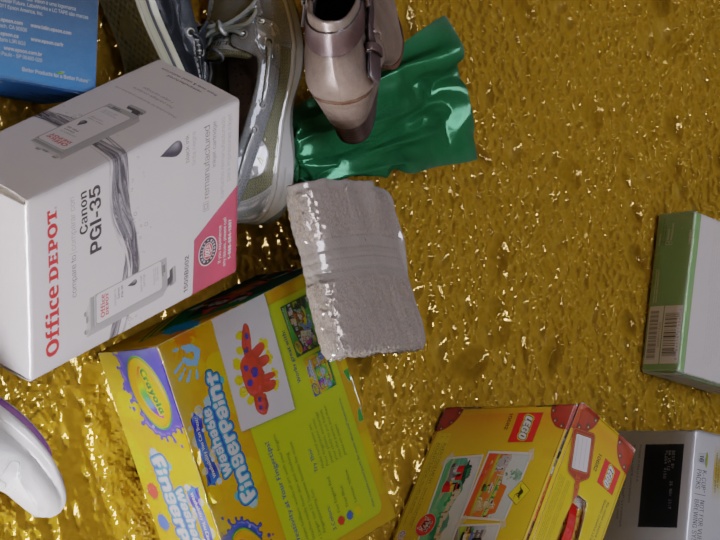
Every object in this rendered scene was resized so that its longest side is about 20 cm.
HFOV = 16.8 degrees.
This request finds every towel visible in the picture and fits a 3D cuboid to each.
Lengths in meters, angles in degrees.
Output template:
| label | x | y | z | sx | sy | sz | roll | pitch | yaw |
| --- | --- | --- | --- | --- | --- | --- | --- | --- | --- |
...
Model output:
| label | x | y | z | sx | sy | sz | roll | pitch | yaw |
| --- | --- | --- | --- | --- | --- | --- | --- | --- | --- |
| towel | 0.000 | 0.000 | 1.805 | 0.200 | 0.034 | 0.133 | -2 | 78 | -72 |

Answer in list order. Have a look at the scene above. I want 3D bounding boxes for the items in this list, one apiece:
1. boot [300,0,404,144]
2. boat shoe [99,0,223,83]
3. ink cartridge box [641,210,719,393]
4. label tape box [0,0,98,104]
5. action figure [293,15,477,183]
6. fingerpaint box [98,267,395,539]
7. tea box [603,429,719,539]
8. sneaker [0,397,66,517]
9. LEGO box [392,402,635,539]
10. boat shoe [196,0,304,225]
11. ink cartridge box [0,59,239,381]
| label | x | y | z | sx | sy | sz | roll | pitch | yaw |
| --- | --- | --- | --- | --- | --- | --- | --- | --- | --- |
| boot | -0.009 | -0.197 | 1.782 | 0.146 | 0.070 | 0.200 | 80 | 6 | -52 |
| boat shoe | -0.134 | -0.155 | 1.728 | 0.062 | 0.075 | 0.200 | -22 | 97 | -36 |
| ink cartridge box | 0.339 | 0.040 | 2.178 | 0.200 | 0.048 | 0.146 | 18 | 75 | -42 |
| label tape box | -0.247 | -0.221 | 1.631 | 0.144 | 0.063 | 0.201 | 8 | 82 | -44 |
| action figure | -0.002 | -0.110 | 1.863 | 0.200 | 0.055 | 0.118 | -24 | 105 | -35 |
| fingerpaint box | -0.080 | 0.120 | 1.756 | 0.167 | 0.073 | 0.200 | -28 | 104 | -42 |
| tea box | 0.284 | 0.246 | 2.051 | 0.196 | 0.133 | 0.201 | 17 | 76 | -41 |
| sneaker | -0.278 | 0.110 | 1.584 | 0.200 | 0.075 | 0.100 | 44 | 72 | -27 |
| LEGO box | 0.105 | 0.206 | 1.873 | 0.077 | 0.149 | 0.200 | 41 | 61 | -33 |
| boat shoe | -0.089 | -0.134 | 1.770 | 0.065 | 0.074 | 0.203 | -2 | 95 | -48 |
| ink cartridge box | -0.178 | -0.034 | 1.635 | 0.200 | 0.083 | 0.147 | -30 | 135 | -41 |
